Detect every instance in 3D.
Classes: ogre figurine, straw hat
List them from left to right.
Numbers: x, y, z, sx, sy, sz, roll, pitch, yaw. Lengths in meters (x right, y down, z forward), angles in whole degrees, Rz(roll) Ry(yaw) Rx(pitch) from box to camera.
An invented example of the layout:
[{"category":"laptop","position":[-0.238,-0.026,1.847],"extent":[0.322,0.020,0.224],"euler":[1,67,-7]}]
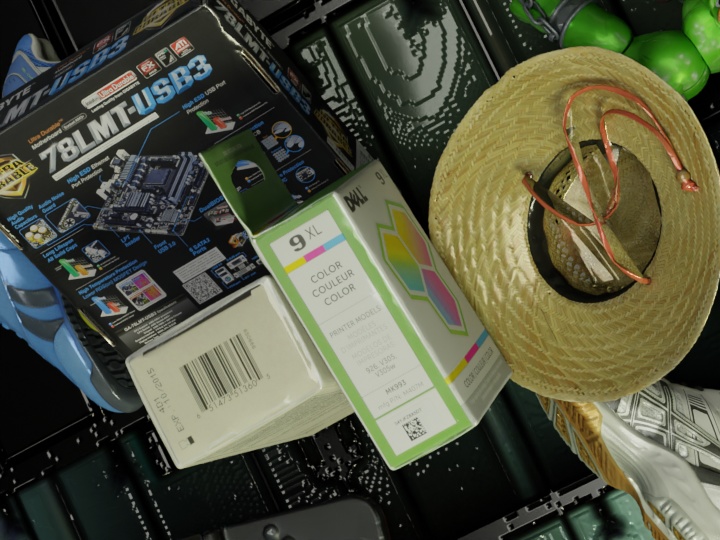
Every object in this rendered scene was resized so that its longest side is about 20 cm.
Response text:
[{"category":"straw hat","position":[0.142,-0.030,1.285],"extent":[0.200,0.085,0.202],"euler":[9,105,35]},{"category":"ogre figurine","position":[0.197,-0.170,1.281],"extent":[0.200,0.098,0.120],"euler":[-27,68,-12]}]

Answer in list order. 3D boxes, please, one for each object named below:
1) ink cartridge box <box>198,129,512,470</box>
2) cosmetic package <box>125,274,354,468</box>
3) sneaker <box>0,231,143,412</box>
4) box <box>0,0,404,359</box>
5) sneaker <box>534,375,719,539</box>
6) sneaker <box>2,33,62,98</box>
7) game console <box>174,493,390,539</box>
[{"category":"ink cartridge box","position":[0.000,0.000,1.245],"extent":[0.059,0.104,0.200],"euler":[-31,93,18]},{"category":"cosmetic package","position":[-0.041,0.052,1.315],"extent":[0.105,0.200,0.071],"euler":[-30,82,17]},{"category":"sneaker","position":[-0.206,0.016,1.451],"extent":[0.078,0.066,0.200],"euler":[-42,78,29]},{"category":"box","position":[-0.108,-0.051,1.346],"extent":[0.200,0.050,0.199],"euler":[-30,120,21]},{"category":"sneaker","position":[0.175,0.090,1.318],"extent":[0.088,0.076,0.200],"euler":[-36,69,-12]},{"category":"sneaker","position":[-0.134,-0.106,1.408],"extent":[0.199,0.076,0.077],"euler":[4,87,12]},{"category":"game console","position":[-0.059,0.253,1.373],"extent":[0.172,0.119,0.201],"euler":[-15,87,20]}]
